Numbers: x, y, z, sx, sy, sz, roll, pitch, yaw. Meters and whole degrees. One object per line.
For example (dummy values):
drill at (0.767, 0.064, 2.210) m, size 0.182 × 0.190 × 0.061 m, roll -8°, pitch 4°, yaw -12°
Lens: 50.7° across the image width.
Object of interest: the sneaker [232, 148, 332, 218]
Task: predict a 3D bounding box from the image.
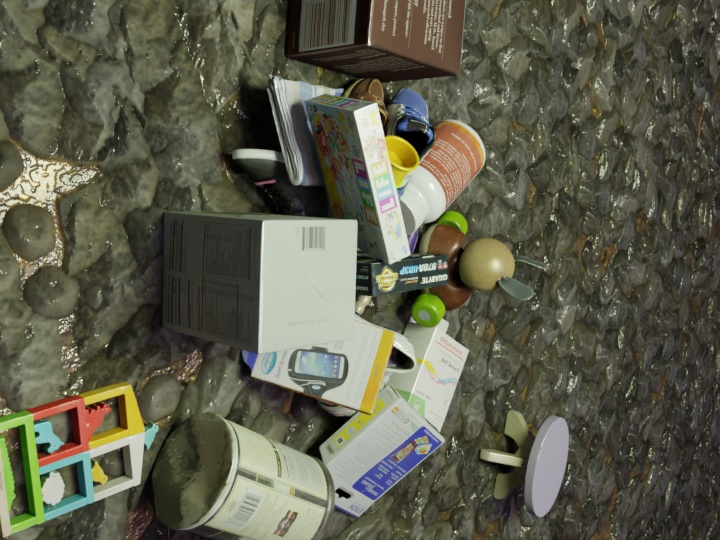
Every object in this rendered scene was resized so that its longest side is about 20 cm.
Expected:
sneaker at (-0.103, -0.097, 1.046) m, size 0.200 × 0.071 × 0.099 m, roll 23°, pitch 74°, yaw -50°

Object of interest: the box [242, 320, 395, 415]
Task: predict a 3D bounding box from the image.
box at (-0.062, 0.117, 1.069) m, size 0.041 × 0.200 × 0.119 m, roll 81°, pitch 26°, yaw -74°

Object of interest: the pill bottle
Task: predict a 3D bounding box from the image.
pill bottle at (0.109, -0.150, 1.234) m, size 0.200 × 0.112 × 0.112 m, roll -47°, pitch 127°, yaw -32°

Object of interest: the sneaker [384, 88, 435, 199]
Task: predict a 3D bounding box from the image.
sneaker at (0.074, -0.200, 1.119) m, size 0.080 × 0.115 × 0.200 m, roll 25°, pitch 57°, yaw -11°

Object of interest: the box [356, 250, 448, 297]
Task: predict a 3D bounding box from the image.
box at (0.000, 0.000, 1.076) m, size 0.159 × 0.200 × 0.046 m, roll -7°, pitch 98°, yaw -46°

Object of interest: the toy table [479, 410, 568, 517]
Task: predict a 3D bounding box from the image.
toy table at (0.341, 0.388, 1.558) m, size 0.184 × 0.117 × 0.200 m, roll 30°, pitch 75°, yaw -45°

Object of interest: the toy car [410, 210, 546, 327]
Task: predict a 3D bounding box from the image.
toy car at (0.199, 0.005, 1.255) m, size 0.164 × 0.200 × 0.158 m, roll -54°, pitch 144°, yaw -45°

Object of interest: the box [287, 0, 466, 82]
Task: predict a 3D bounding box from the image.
box at (0.025, -0.369, 1.073) m, size 0.200 × 0.166 × 0.165 m, roll 0°, pitch 95°, yaw -47°

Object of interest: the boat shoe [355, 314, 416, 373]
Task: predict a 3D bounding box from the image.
boat shoe at (-0.007, 0.104, 1.125) m, size 0.200 × 0.065 × 0.074 m, roll 14°, pitch 103°, yaw -16°

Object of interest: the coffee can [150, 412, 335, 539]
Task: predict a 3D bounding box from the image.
coffee can at (-0.151, 0.287, 0.999) m, size 0.200 × 0.146 × 0.147 m, roll 38°, pitch 69°, yaw -43°

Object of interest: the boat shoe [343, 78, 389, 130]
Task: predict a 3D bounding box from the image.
boat shoe at (0.010, -0.217, 1.097) m, size 0.072 × 0.067 × 0.200 m, roll 62°, pitch 30°, yaw -34°

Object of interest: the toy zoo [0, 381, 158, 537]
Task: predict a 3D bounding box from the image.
toy zoo at (-0.329, 0.211, 0.890) m, size 0.200 × 0.020 × 0.131 m, roll -14°, pitch 106°, yaw -45°

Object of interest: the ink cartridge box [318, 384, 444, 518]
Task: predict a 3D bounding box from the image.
ink cartridge box at (0.019, 0.293, 1.211) m, size 0.200 × 0.047 × 0.198 m, roll -40°, pitch 141°, yaw 1°

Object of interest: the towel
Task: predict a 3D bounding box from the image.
towel at (-0.057, -0.191, 1.054) m, size 0.200 × 0.024 × 0.147 m, roll -16°, pitch 93°, yaw -63°

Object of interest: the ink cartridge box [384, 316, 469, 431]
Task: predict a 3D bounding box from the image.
ink cartridge box at (0.118, 0.167, 1.323) m, size 0.117 × 0.067 × 0.200 m, roll 35°, pitch 71°, yaw -43°

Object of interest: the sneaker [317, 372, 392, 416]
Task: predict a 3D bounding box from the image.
sneaker at (-0.034, 0.181, 1.155) m, size 0.200 × 0.081 × 0.088 m, roll 10°, pitch 95°, yaw -41°

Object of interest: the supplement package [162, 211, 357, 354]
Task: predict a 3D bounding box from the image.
supplement package at (-0.128, 0.006, 0.941) m, size 0.152 × 0.200 × 0.151 m, roll -4°, pitch 98°, yaw -46°

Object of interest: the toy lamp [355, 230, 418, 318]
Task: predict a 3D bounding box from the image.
toy lamp at (0.029, 0.006, 1.216) m, size 0.200 × 0.058 × 0.058 m, roll -54°, pitch 130°, yaw -24°

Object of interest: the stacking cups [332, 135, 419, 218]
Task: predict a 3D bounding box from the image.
stacking cups at (0.005, -0.106, 1.076) m, size 0.060 × 0.200 × 0.061 m, roll 18°, pitch 50°, yaw -23°

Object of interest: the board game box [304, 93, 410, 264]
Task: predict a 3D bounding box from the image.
board game box at (-0.005, -0.119, 0.971) m, size 0.034 × 0.134 × 0.200 m, roll -25°, pitch 117°, yaw -22°
